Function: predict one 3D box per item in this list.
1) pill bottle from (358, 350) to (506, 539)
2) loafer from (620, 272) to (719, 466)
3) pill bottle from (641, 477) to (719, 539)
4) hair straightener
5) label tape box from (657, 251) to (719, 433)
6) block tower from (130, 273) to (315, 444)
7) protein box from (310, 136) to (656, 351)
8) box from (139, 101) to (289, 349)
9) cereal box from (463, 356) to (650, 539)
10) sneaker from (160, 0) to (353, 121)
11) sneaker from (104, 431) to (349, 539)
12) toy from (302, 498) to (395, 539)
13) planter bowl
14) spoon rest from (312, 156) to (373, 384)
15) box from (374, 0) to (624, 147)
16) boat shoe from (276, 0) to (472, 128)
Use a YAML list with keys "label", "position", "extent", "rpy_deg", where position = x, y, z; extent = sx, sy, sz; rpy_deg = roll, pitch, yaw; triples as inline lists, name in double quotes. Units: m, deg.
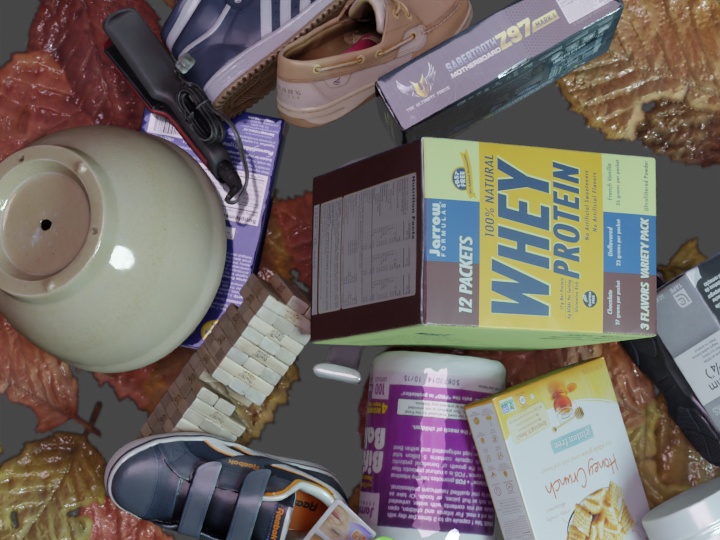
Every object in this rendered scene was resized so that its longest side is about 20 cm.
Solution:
- label: "pill bottle"
  position: [0.055, 0.169, 1.509]
  extent: [0.111, 0.112, 0.202]
  rpy_deg: [4, 83, 3]
- label: "loafer"
  position: [0.258, 0.061, 1.543]
  extent: [0.063, 0.072, 0.201]
  rpy_deg: [-32, 89, -21]
- label: "pill bottle"
  position: [0.300, 0.266, 1.480]
  extent: [0.112, 0.113, 0.201]
  rpy_deg: [-25, 88, -1]
- label: "hair straightener"
  position: [-0.148, -0.136, 1.533]
  extent: [0.041, 0.077, 0.201]
  rpy_deg: [-26, 67, -20]
- label: "label tape box"
  position: [0.326, 0.075, 1.494]
  extent: [0.144, 0.063, 0.201]
  rpy_deg: [-25, 81, -44]
- label: "block tower"
  position: [-0.112, 0.095, 1.530]
  extent: [0.054, 0.058, 0.201]
  rpy_deg: [33, 96, -26]
- label: "protein box"
  position: [0.090, -0.014, 1.452]
  extent: [0.197, 0.200, 0.136]
  rpy_deg: [3, 83, -24]
- label: "box"
  position: [-0.138, -0.037, 1.581]
  extent: [0.120, 0.032, 0.202]
  rpy_deg: [11, 83, 4]
- label: "cereal box"
  position: [0.165, 0.181, 1.488]
  extent: [0.039, 0.143, 0.201]
  rpy_deg: [-19, 88, 45]
- label: "sneaker"
  position: [-0.073, -0.221, 1.581]
  extent: [0.200, 0.070, 0.109]
  rpy_deg: [-37, 70, -12]
- label: "sneaker"
  position: [-0.098, 0.179, 1.493]
  extent: [0.198, 0.079, 0.079]
  rpy_deg: [8, 109, -20]
- label: "toy"
  position: [-0.024, 0.273, 1.469]
  extent: [0.115, 0.047, 0.200]
  rpy_deg: [40, 131, 5]
- label: "planter bowl"
  position: [-0.222, -0.026, 1.504]
  extent: [0.199, 0.135, 0.202]
  rpy_deg: [-4, 79, 20]
- label: "spoon rest"
  position: [0.000, 0.000, 1.566]
  extent: [0.099, 0.061, 0.201]
  rpy_deg: [13, 71, 3]
- label: "box"
  position: [0.109, -0.164, 1.521]
  extent: [0.199, 0.158, 0.051]
  rpy_deg: [-29, 83, 0]
- label: "boat shoe"
  position: [0.013, -0.190, 1.539]
  extent: [0.200, 0.070, 0.074]
  rpy_deg: [-37, 47, -28]
